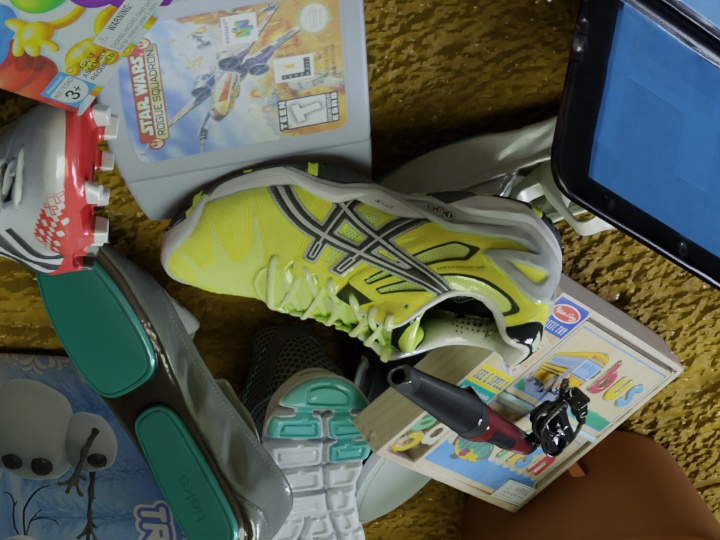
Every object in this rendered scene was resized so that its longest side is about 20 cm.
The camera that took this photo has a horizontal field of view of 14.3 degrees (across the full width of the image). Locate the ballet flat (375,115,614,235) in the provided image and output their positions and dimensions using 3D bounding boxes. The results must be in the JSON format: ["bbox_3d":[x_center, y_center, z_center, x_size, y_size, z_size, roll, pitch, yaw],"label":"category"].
[{"bbox_3d":[0.091,-0.041,1.464,0.199,0.070,0.070,-20,141,6],"label":"ballet flat"}]

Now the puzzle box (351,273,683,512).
[{"bbox_3d":[0.090,0.066,1.556,0.133,0.025,0.200,-42,153,11],"label":"puzzle box"}]

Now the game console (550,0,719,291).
[{"bbox_3d":[0.201,-0.094,1.394,0.172,0.119,0.200,-37,136,26],"label":"game console"}]

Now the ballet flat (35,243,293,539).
[{"bbox_3d":[-0.100,0.057,1.481,0.067,0.201,0.064,-25,-173,42],"label":"ballet flat"}]

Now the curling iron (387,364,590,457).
[{"bbox_3d":[0.062,0.067,1.466,0.050,0.026,0.200,-52,150,11],"label":"curling iron"}]

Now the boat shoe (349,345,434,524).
[{"bbox_3d":[0.026,0.061,1.573,0.075,0.060,0.200,-19,149,-41],"label":"boat shoe"}]

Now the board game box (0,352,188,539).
[{"bbox_3d":[-0.166,0.135,1.484,0.198,0.201,0.043,4,142,-23],"label":"board game box"}]

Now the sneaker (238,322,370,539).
[{"bbox_3d":[-0.039,0.111,1.581,0.077,0.091,0.201,-3,131,-20],"label":"sneaker"}]

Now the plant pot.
[{"bbox_3d":[0.141,0.189,1.694,0.199,0.141,0.201,-8,141,-7],"label":"plant pot"}]

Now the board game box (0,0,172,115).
[{"bbox_3d":[-0.182,-0.161,1.203,0.199,0.105,0.103,17,131,-34],"label":"board game box"}]

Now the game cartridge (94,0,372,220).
[{"bbox_3d":[-0.063,-0.102,1.367,0.132,0.042,0.201,-14,141,-8],"label":"game cartridge"}]

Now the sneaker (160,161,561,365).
[{"bbox_3d":[0.000,0.000,1.407,0.199,0.077,0.076,3,141,1],"label":"sneaker"}]

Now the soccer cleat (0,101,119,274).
[{"bbox_3d":[-0.160,-0.039,1.344,0.085,0.069,0.200,6,169,-7],"label":"soccer cleat"}]
